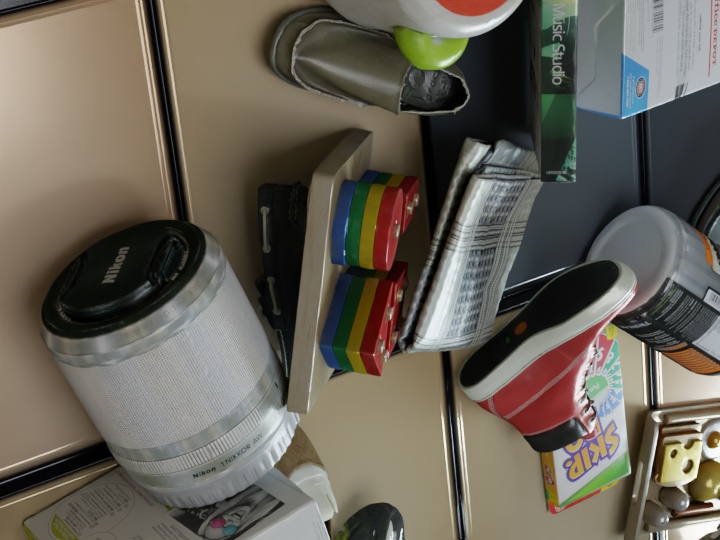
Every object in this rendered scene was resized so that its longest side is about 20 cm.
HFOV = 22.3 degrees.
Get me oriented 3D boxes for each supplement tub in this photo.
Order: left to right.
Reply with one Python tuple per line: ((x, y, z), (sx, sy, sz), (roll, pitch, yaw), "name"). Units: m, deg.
((0.324, 0.028, 1.809), (0.200, 0.122, 0.123), (29, 90, -37), "supplement tub")

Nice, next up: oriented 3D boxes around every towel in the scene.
((0.110, -0.021, 1.654), (0.192, 0.034, 0.201), (1, 108, -65), "towel")

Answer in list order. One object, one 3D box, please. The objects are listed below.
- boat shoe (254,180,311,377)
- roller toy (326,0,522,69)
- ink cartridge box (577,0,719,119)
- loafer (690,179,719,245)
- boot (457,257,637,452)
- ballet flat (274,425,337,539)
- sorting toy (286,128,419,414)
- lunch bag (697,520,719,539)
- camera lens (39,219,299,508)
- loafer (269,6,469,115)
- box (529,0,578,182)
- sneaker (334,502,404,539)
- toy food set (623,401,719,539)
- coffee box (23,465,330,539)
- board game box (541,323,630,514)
((-0.062, 0.010, 1.592), (0.060, 0.076, 0.201), (6, 118, 5), "boat shoe")
((0.050, -0.288, 1.507), (0.200, 0.139, 0.183), (-53, 129, -18), "roller toy")
((0.280, -0.224, 1.708), (0.199, 0.068, 0.117), (-22, 119, -41), "ink cartridge box")
((0.422, -0.083, 1.868), (0.200, 0.063, 0.072), (-40, 124, -15), "loafer")
((0.211, 0.086, 1.746), (0.200, 0.073, 0.144), (-40, 118, 20), "boot")
((-0.049, 0.235, 1.672), (0.068, 0.072, 0.201), (-16, 115, -28), "ballet flat")
((0.000, 0.000, 1.543), (0.069, 0.199, 0.201), (9, 106, 7), "sorting toy")
((0.350, 0.374, 1.928), (0.199, 0.139, 0.168), (-31, 128, -9), "lunch bag")
((-0.155, 0.072, 1.490), (0.160, 0.160, 0.201), (-36, 123, -17), "camera lens")
((0.015, -0.176, 1.567), (0.199, 0.070, 0.076), (7, 103, -35), "loafer")
((0.171, -0.194, 1.619), (0.036, 0.144, 0.201), (-3, 112, 2), "box")
((0.020, 0.305, 1.752), (0.084, 0.074, 0.201), (-11, 121, -36), "sneaker")
((0.372, 0.218, 1.946), (0.199, 0.060, 0.144), (-3, 109, -33), "toy food set")
((-0.138, 0.281, 1.552), (0.197, 0.200, 0.201), (-29, 120, -20), "coffee box")
((0.223, 0.149, 1.848), (0.095, 0.030, 0.201), (-22, 120, -25), "board game box")
